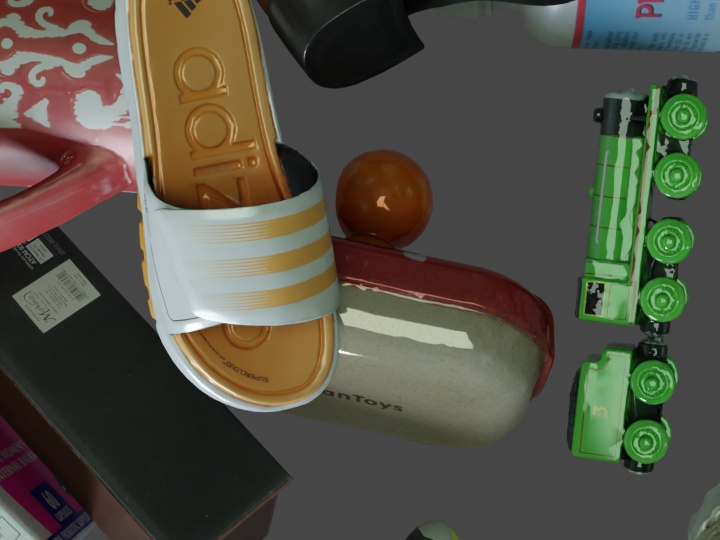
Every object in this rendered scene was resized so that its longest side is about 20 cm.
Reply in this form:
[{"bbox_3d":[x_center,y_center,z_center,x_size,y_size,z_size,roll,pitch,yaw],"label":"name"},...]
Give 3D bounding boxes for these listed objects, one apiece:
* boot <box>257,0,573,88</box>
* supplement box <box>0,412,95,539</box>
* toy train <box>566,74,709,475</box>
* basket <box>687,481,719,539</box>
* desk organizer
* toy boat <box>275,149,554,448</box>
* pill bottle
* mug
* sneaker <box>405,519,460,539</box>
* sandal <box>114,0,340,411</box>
[{"bbox_3d":[0.020,-0.188,0.670,0.188,0.069,0.201,-28,55,3],"label":"boot"},{"bbox_3d":[-0.244,0.100,0.768,0.200,0.101,0.103,42,96,0],"label":"supplement box"},{"bbox_3d":[0.137,0.002,0.762,0.056,0.042,0.201,6,95,15],"label":"toy train"},{"bbox_3d":[0.291,0.133,0.698,0.198,0.161,0.200,41,98,0],"label":"basket"},{"bbox_3d":[-0.131,0.069,0.767,0.072,0.077,0.200,-37,73,-26],"label":"desk organizer"},{"bbox_3d":[0.000,0.000,0.745,0.199,0.131,0.131,12,65,3],"label":"toy boat"},{"bbox_3d":[0.136,-0.158,0.714,0.199,0.109,0.109,2,94,5],"label":"pill bottle"},{"bbox_3d":[-0.164,-0.077,0.715,0.199,0.133,0.179,6,88,13],"label":"mug"},{"bbox_3d":[0.079,0.212,0.771,0.076,0.075,0.201,-24,100,-5],"label":"sneaker"},{"bbox_3d":[-0.056,-0.037,0.621,0.079,0.059,0.208,-17,101,-17],"label":"sandal"}]
